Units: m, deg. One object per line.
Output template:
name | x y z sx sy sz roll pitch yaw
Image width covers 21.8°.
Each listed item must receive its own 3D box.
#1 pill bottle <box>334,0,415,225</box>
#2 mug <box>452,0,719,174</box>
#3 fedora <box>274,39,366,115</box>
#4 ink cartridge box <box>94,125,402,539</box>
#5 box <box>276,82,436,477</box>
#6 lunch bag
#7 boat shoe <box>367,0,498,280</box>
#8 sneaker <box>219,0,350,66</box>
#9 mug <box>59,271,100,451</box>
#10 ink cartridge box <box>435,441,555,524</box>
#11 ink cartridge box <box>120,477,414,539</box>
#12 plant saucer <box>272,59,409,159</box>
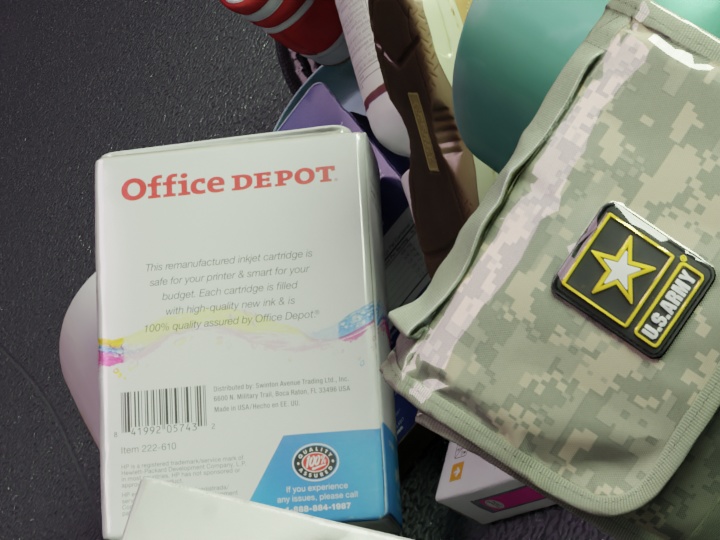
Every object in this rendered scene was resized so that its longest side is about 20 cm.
pill bottle | 0.047 -0.125 0.960 0.109 0.109 0.201 -27 76 52
mug | 0.142 -0.090 0.781 0.114 0.185 0.152 36 142 33
fedora | 0.039 -0.171 1.144 0.200 0.091 0.201 -1 89 39
ink cartridge box | -0.057 0.037 0.965 0.085 0.144 0.201 56 -150 -75
box | 0.000 0.000 1.035 0.121 0.032 0.200 -51 55 21
lunch bag | 0.124 0.017 0.670 0.164 0.200 0.118 -58 24 6
boat shoe | 0.065 -0.051 0.866 0.072 0.076 0.201 25 131 60
sneaker | -0.032 -0.227 1.062 0.071 0.112 0.201 1 79 39
mug | -0.087 0.094 1.116 0.149 0.187 0.153 -29 33 1
ink cartridge box | 0.111 0.052 0.859 0.200 0.037 0.095 -29 38 54
ink cartridge box | -0.022 0.195 0.788 0.045 0.199 0.177 85 -162 -63
plant saucer | 0.017 -0.036 1.067 0.200 0.027 0.201 -11 73 39
